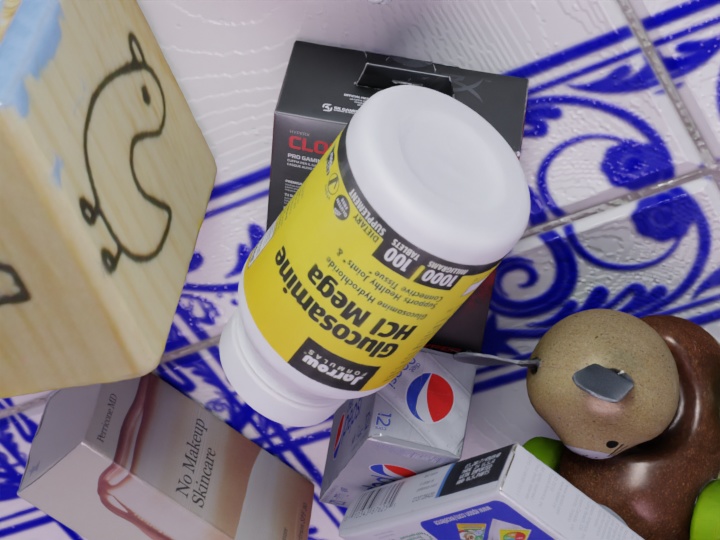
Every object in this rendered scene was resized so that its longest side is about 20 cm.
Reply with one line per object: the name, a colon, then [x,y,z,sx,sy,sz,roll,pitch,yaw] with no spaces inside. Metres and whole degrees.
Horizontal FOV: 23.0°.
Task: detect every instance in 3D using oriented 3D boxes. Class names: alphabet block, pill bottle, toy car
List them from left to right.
alphabet block: [-0.221,-0.061,1.039,0.194,0.197,0.201,-8,131,20]
pill bottle: [0.000,0.000,1.001,0.112,0.113,0.200,27,132,-14]
toy car: [0.146,0.089,1.070,0.163,0.160,0.199,10,171,36]

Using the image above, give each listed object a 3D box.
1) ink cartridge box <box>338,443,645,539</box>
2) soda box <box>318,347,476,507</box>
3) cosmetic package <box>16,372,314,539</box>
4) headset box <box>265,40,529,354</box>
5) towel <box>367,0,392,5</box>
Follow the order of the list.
ink cartridge box: [0.112,0.196,1.124,0.199,0.047,0.197,37,149,-16]
soda box: [0.022,0.109,1.180,0.063,0.069,0.200,13,159,-6]
cosmetic package: [-0.137,0.159,1.288,0.199,0.104,0.087,36,127,-23]
headset box: [0.019,-0.047,1.085,0.147,0.075,0.201,10,134,2]
towel: [-0.025,-0.256,0.898,0.198,0.086,0.166,25,130,-11]
